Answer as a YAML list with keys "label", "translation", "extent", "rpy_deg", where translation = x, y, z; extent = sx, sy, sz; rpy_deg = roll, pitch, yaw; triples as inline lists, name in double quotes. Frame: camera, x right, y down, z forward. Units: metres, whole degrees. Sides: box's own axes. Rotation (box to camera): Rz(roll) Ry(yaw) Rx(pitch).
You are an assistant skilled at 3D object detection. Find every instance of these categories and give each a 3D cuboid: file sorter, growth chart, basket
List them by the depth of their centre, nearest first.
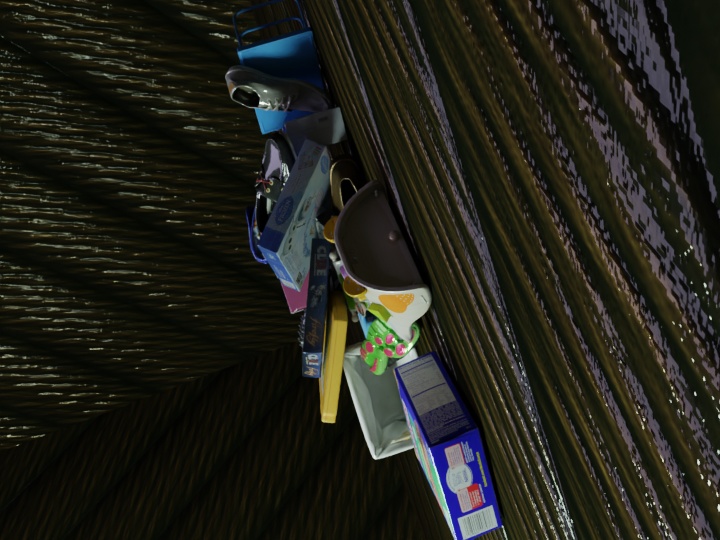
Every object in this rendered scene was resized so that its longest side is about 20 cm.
- label: "growth chart"
  translation: [0.016, 0.008, 1.370]
  extent: [0.198, 0.018, 0.148]
  rpy_deg: [-12, 103, 57]
- label: "basket"
  translation: [0.050, 0.216, 1.546]
  extent: [0.123, 0.132, 0.205]
  rpy_deg: [-173, 66, -87]
- label: "file sorter"
  translation: [-0.151, -0.387, 1.598]
  extent: [0.202, 0.135, 0.125]
  rpy_deg: [78, 175, -54]

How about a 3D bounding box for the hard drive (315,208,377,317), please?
- label: "hard drive"
  translation: [0.000, 0.000, 1.476]
  extent: [0.200, 0.038, 0.141]
  rpy_deg: [44, 161, 29]

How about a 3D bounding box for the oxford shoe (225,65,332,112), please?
- label: "oxford shoe"
  translation: [-0.147, -0.309, 1.519]
  extent: [0.075, 0.195, 0.059]
  rpy_deg: [124, 155, -57]

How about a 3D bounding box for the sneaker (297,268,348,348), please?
- label: "sneaker"
  translation: [-0.056, 0.061, 1.594]
  extent: [0.067, 0.089, 0.204]
  rpy_deg: [124, 164, -59]

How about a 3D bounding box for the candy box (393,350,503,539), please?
- label: "candy box"
  translation: [0.117, 0.239, 1.178]
  extent: [0.201, 0.075, 0.172]
  rpy_deg: [-115, 7, -64]

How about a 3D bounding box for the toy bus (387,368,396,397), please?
- label: "toy bus"
  translation: [0.081, 0.228, 1.651]
  extent: [0.078, 0.064, 0.205]
  rpy_deg: [165, 87, -85]

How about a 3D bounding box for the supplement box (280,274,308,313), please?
- label: "supplement box"
  translation: [-0.072, 0.002, 1.779]
  extent: [0.200, 0.128, 0.106]
  rpy_deg: [-37, -71, -68]

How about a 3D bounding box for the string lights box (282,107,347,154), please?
- label: "string lights box"
  translation: [-0.086, -0.250, 1.546]
  extent: [0.200, 0.100, 0.060]
  rpy_deg: [-134, 27, -81]

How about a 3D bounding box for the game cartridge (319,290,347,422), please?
- label: "game cartridge"
  translation: [-0.048, 0.143, 1.461]
  extent: [0.200, 0.032, 0.181]
  rpy_deg: [-100, 17, -79]

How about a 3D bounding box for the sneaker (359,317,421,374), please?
- label: "sneaker"
  translation: [0.056, 0.105, 1.390]
  extent: [0.077, 0.083, 0.200]
  rpy_deg: [52, 155, 5]

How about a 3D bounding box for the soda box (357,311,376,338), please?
- label: "soda box"
  translation: [0.030, 0.085, 1.715]
  extent: [0.201, 0.063, 0.069]
  rpy_deg: [86, 164, -70]

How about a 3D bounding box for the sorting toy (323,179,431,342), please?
- label: "sorting toy"
  translation: [0.032, 0.013, 1.220]
  extent: [0.181, 0.105, 0.203]
  rpy_deg: [65, -177, -53]

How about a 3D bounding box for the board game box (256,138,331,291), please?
- label: "board game box"
  translation: [-0.100, -0.090, 1.472]
  extent: [0.201, 0.043, 0.203]
  rpy_deg: [71, -139, -70]

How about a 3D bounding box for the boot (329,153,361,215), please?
- label: "boot"
  translation: [-0.018, -0.096, 1.478]
  extent: [0.076, 0.072, 0.203]
  rpy_deg: [-100, -1, -48]

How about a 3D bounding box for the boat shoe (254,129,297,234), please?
- label: "boat shoe"
  translation: [-0.148, -0.147, 1.482]
  extent: [0.073, 0.062, 0.205]
  rpy_deg: [40, 140, 32]

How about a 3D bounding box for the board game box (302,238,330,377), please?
- label: "board game box"
  translation: [-0.076, 0.067, 1.469]
  extent: [0.136, 0.034, 0.205]
  rpy_deg: [98, 176, -67]

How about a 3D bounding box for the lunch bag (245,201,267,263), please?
- label: "lunch bag"
  translation: [-0.144, -0.112, 1.653]
  extent: [0.170, 0.121, 0.204]
  rpy_deg: [-5, -62, -81]
